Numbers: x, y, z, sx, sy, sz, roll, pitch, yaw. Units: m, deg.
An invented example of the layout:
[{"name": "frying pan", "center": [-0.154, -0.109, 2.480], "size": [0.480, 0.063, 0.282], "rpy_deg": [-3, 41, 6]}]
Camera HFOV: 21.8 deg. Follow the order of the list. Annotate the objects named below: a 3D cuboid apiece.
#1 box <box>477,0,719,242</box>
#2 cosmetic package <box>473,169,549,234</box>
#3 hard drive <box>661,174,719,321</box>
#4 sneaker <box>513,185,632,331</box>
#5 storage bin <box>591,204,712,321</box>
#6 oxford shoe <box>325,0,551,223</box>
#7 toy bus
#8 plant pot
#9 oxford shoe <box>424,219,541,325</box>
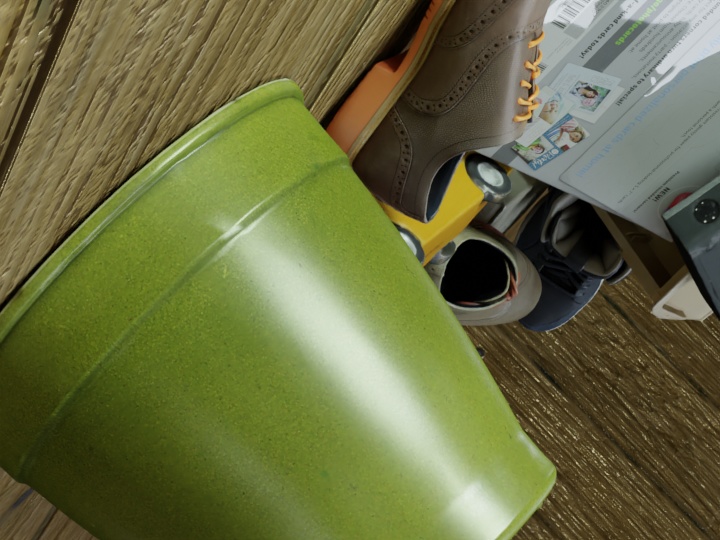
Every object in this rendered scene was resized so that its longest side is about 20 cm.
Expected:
[{"name": "box", "center": [0.150, -0.105, 1.005], "size": [0.200, 0.041, 0.156], "rpy_deg": [21, 127, -35]}, {"name": "cosmetic package", "center": [0.075, -0.055, 1.306], "size": [0.104, 0.073, 0.200], "rpy_deg": [-48, 173, 24]}, {"name": "hard drive", "center": [0.271, -0.053, 1.046], "size": [0.200, 0.033, 0.140], "rpy_deg": [-35, 152, 5]}, {"name": "sneaker", "center": [0.149, -0.012, 1.323], "size": [0.203, 0.077, 0.146], "rpy_deg": [-62, 178, 33]}, {"name": "storage bin", "center": [0.204, -0.103, 1.151], "size": [0.094, 0.200, 0.199], "rpy_deg": [5, 135, -49]}, {"name": "oxford shoe", "center": [0.064, -0.104, 0.864], "size": [0.200, 0.073, 0.071], "rpy_deg": [-50, 172, 37]}, {"name": "toy bus", "center": [0.019, -0.036, 0.998], "size": [0.065, 0.078, 0.200], "rpy_deg": [-48, 174, 36]}, {"name": "plant pot", "center": [-0.030, 0.061, 0.758], "size": [0.200, 0.193, 0.200], "rpy_deg": [-44, 174, -6]}, {"name": "oxford shoe", "center": [0.069, 0.008, 1.149], "size": [0.200, 0.075, 0.071], "rpy_deg": [16, 100, -57]}]
